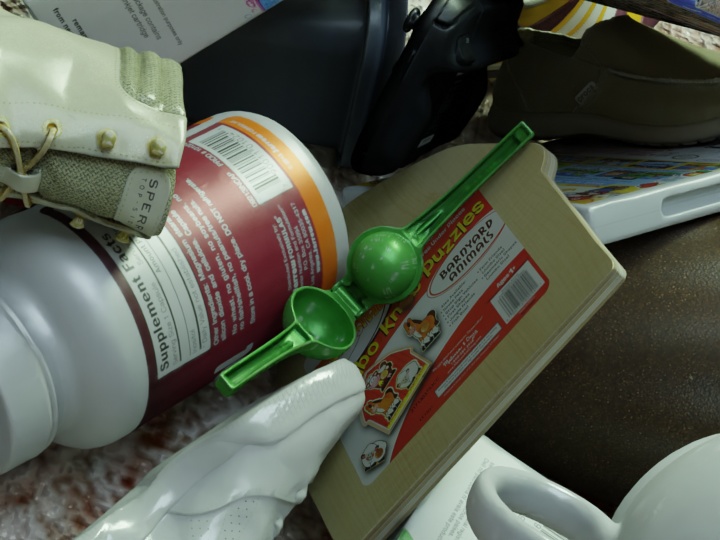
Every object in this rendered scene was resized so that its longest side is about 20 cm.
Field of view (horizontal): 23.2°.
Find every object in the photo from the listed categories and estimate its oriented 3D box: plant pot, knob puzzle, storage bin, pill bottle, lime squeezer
[{"bbox_3d":[0.153,0.046,0.873,0.199,0.187,0.188,8,50,0],"label":"plant pot"},{"bbox_3d":[0.030,0.022,0.835,0.030,0.219,0.221,34,42,-32],"label":"knob puzzle"},{"bbox_3d":[-0.049,-0.167,0.971,0.133,0.146,0.201,5,52,-8],"label":"storage bin"},{"bbox_3d":[-0.109,0.011,0.811,0.200,0.113,0.113,-31,70,-38],"label":"pill bottle"},{"bbox_3d":[0.000,0.000,0.800,0.038,0.071,0.200,40,62,21],"label":"lime squeezer"}]

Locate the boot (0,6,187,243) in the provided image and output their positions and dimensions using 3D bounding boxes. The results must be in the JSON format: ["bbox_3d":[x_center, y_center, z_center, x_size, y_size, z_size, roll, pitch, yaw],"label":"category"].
[{"bbox_3d":[-0.151,-0.043,0.705,0.154,0.072,0.201,21,42,-14],"label":"boot"}]

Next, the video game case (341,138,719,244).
[{"bbox_3d":[0.119,-0.046,0.923,0.181,0.200,0.023,-14,103,-34],"label":"video game case"}]

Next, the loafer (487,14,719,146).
[{"bbox_3d":[0.154,-0.108,0.976,0.076,0.199,0.069,-21,108,-51],"label":"loafer"}]

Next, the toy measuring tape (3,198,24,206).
[{"bbox_3d":[-0.142,-0.057,0.898,0.199,0.073,0.074,20,44,-40],"label":"toy measuring tape"}]

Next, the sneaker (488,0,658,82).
[{"bbox_3d":[0.132,-0.177,1.081,0.199,0.090,0.075,-23,66,-35],"label":"sneaker"}]

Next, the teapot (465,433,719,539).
[{"bbox_3d":[0.160,0.134,0.700,0.197,0.201,0.146,-28,31,-15],"label":"teapot"}]

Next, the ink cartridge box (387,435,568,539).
[{"bbox_3d":[0.086,0.190,0.776,0.199,0.083,0.147,34,48,4],"label":"ink cartridge box"}]

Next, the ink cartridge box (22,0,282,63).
[{"bbox_3d":[-0.085,-0.195,0.875,0.199,0.084,0.145,-32,48,-2],"label":"ink cartridge box"}]

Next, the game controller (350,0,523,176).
[{"bbox_3d":[0.042,-0.103,0.927,0.042,0.105,0.200,39,16,5],"label":"game controller"}]

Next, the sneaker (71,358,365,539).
[{"bbox_3d":[-0.063,0.122,0.773,0.200,0.075,0.089,-38,91,-23],"label":"sneaker"}]

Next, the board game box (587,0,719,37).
[{"bbox_3d":[0.147,-0.185,0.898,0.199,0.097,0.159,24,10,41],"label":"board game box"}]
